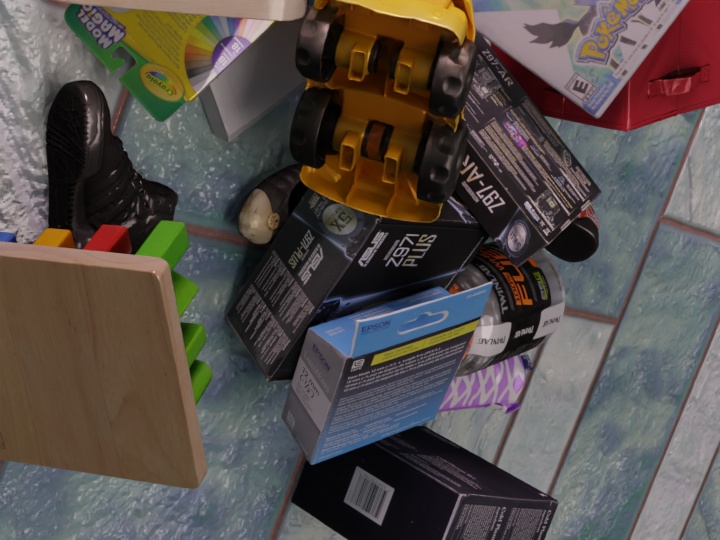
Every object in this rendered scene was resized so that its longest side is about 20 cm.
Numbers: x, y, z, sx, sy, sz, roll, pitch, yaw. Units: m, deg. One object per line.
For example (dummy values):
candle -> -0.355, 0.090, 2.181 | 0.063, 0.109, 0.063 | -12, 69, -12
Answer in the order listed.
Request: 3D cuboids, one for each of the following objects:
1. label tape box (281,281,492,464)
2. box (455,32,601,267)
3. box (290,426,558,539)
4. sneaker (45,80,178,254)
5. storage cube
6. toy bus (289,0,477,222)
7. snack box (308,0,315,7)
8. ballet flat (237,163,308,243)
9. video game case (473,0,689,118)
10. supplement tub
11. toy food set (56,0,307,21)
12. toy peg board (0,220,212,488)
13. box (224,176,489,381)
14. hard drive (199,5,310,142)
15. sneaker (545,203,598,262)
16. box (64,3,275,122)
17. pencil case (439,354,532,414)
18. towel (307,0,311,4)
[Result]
label tape box -> 0.020, 0.074, 1.219 | 0.142, 0.066, 0.201 | -16, 144, -29
box -> 0.126, -0.117, 1.269 | 0.043, 0.200, 0.160 | -38, 180, 34
box -> 0.067, 0.239, 1.412 | 0.181, 0.199, 0.105 | 14, 99, -49
sneaker -> -0.192, -0.061, 1.084 | 0.104, 0.060, 0.201 | -16, 127, -39
storage cube -> 0.243, -0.252, 1.344 | 0.170, 0.199, 0.181 | -19, 117, -39
toy bus -> 0.039, -0.171, 1.097 | 0.201, 0.135, 0.193 | 95, 17, -48
snack box -> -0.004, -0.323, 1.101 | 0.116, 0.037, 0.201 | -24, 116, -34
ballet flat -> -0.030, -0.066, 1.254 | 0.199, 0.057, 0.067 | -19, 123, -40
video game case -> 0.198, -0.266, 1.205 | 0.200, 0.182, 0.022 | -53, -173, 19
supplement tub -> 0.116, 0.038, 1.393 | 0.199, 0.122, 0.123 | -15, 122, -55
toy food set -> -0.128, -0.259, 0.967 | 0.198, 0.060, 0.145 | 2, 112, -12
toy peg board -> -0.210, 0.049, 1.052 | 0.098, 0.198, 0.201 | -62, 152, -52
box -> 0.000, 0.000, 1.245 | 0.163, 0.086, 0.200 | 2, 132, -47
hard drive -> -0.063, -0.218, 1.160 | 0.200, 0.026, 0.132 | -40, 135, -25
sneaker -> 0.170, -0.098, 1.450 | 0.201, 0.108, 0.067 | 34, 124, -20
box -> -0.116, -0.218, 1.027 | 0.200, 0.048, 0.117 | -44, 110, -4
pencil case -> 0.093, 0.120, 1.464 | 0.199, 0.084, 0.086 | -1, 74, -44
towel -> -0.056, -0.288, 1.105 | 0.199, 0.022, 0.148 | -13, 110, -38
